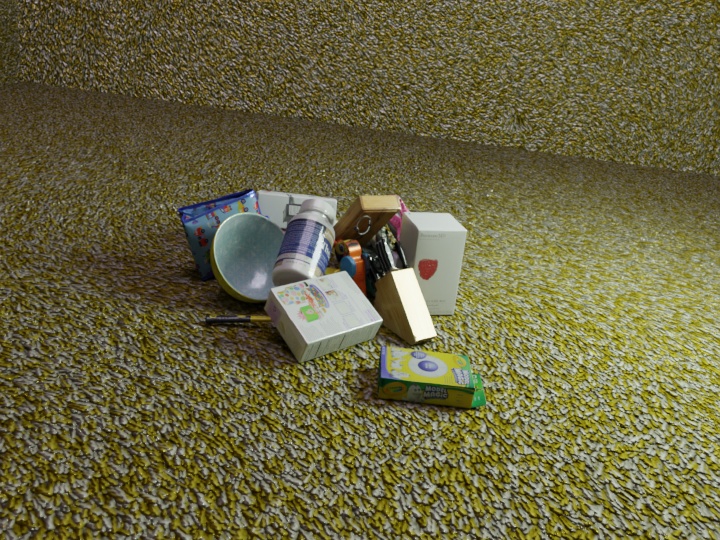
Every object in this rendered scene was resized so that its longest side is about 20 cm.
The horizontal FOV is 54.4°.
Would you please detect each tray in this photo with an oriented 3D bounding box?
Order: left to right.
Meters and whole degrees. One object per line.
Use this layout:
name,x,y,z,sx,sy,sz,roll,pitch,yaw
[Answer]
tray,0.004,-0.107,1.582,0.096,0.200,0.038,-4,69,-27

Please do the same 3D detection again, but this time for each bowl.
bowl,-0.253,-0.013,1.550,0.197,0.205,0.107,-12,-14,-38

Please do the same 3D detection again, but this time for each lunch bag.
lunch bag,-0.303,-0.092,1.622,0.195,0.154,0.094,-20,28,-12

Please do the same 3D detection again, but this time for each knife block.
knife block,0.086,0.035,1.474,0.063,0.180,0.199,-10,28,-34

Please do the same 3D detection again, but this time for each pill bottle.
pill bottle,-0.116,-0.051,1.522,0.108,0.112,0.204,10,58,8

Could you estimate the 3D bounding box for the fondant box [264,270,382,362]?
fondant box,-0.073,0.087,1.394,0.197,0.059,0.145,-12,52,-41

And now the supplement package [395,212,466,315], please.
supplement package,0.153,-0.016,1.583,0.118,0.205,0.120,0,22,-14

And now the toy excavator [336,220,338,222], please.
toy excavator,-0.128,-0.137,1.951,0.190,0.103,0.199,17,15,19

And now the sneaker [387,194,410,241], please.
sneaker,0.121,-0.097,1.735,0.080,0.088,0.202,-33,55,5

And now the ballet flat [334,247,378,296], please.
ballet flat,0.000,0.000,1.660,0.066,0.072,0.199,-24,49,-33

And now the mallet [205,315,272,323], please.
mallet,-0.215,0.095,1.432,0.194,0.042,0.066,3,23,2

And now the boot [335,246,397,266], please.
boot,0.023,-0.013,1.733,0.094,0.076,0.198,-21,28,-33

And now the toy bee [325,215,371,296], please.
toy bee,-0.020,-0.026,1.565,0.129,0.205,0.108,15,6,-42

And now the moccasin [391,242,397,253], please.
moccasin,0.101,-0.028,1.758,0.072,0.080,0.201,-5,25,-25

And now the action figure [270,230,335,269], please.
action figure,-0.131,-0.011,1.665,0.196,0.150,0.135,27,48,1

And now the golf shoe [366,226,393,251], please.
golf shoe,0.029,-0.080,1.728,0.086,0.078,0.201,-26,21,4

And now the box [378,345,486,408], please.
box,0.130,0.195,1.278,0.194,0.050,0.118,8,23,-2

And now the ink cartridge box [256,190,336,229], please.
ink cartridge box,-0.159,-0.147,1.741,0.194,0.086,0.145,5,7,-4
